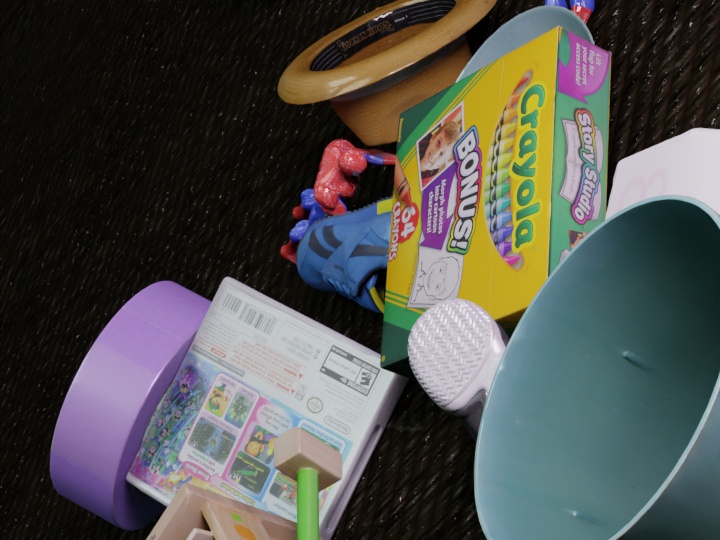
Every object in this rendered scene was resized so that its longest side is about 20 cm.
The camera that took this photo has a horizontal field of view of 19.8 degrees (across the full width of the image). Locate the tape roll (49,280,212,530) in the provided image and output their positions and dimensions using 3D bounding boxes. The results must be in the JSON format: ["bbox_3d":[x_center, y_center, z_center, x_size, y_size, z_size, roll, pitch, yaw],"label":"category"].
[{"bbox_3d":[-0.175,0.113,1.719,0.201,0.065,0.201,-53,-20,-29],"label":"tape roll"}]

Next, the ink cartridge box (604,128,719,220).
[{"bbox_3d":[0.212,-0.013,1.228,0.200,0.057,0.164,-29,40,59],"label":"ink cartridge box"}]

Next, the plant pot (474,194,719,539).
[{"bbox_3d":[0.181,0.086,1.048,0.201,0.160,0.202,-46,29,35],"label":"plant pot"}]

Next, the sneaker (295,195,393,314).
[{"bbox_3d":[0.000,0.000,1.622,0.200,0.066,0.079,-19,52,57],"label":"sneaker"}]

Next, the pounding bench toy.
[{"bbox_3d":[-0.064,0.227,1.424,0.201,0.124,0.156,-57,33,13],"label":"pounding bench toy"}]

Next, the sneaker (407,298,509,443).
[{"bbox_3d":[0.111,0.109,1.279,0.075,0.114,0.201,-38,65,11],"label":"sneaker"}]

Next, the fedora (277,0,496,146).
[{"bbox_3d":[0.031,-0.157,1.652,0.199,0.082,0.201,-21,18,8],"label":"fedora"}]

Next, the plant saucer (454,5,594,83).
[{"bbox_3d":[0.118,-0.090,1.490,0.201,0.038,0.203,-37,43,44],"label":"plant saucer"}]

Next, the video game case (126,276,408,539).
[{"bbox_3d":[-0.075,0.121,1.594,0.199,0.024,0.183,25,88,38],"label":"video game case"}]

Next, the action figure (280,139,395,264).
[{"bbox_3d":[-0.002,-0.051,1.695,0.200,0.098,0.066,118,168,-70],"label":"action figure"}]

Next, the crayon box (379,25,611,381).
[{"bbox_3d":[0.091,-0.041,1.405,0.172,0.058,0.202,-27,51,49],"label":"crayon box"}]

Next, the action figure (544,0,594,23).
[{"bbox_3d":[0.161,-0.248,1.575,0.065,0.051,0.201,-29,38,57],"label":"action figure"}]
